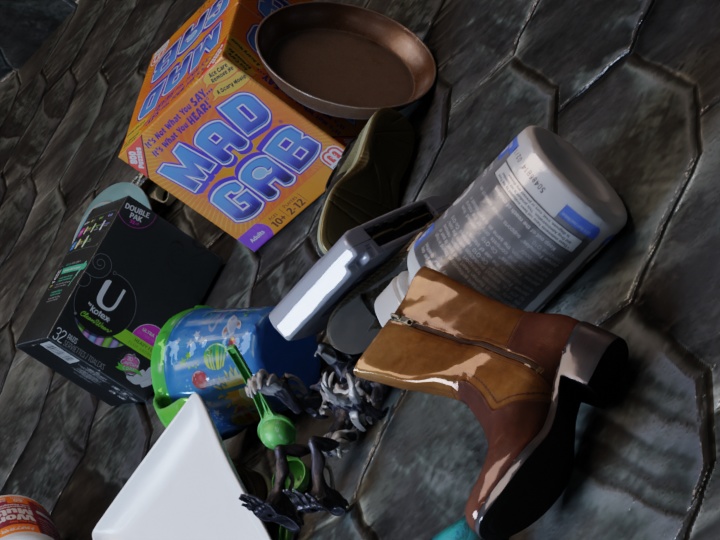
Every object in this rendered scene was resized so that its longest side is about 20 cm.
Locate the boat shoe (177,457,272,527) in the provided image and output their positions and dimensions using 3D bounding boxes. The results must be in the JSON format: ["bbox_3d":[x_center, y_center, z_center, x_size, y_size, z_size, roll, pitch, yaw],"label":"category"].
[{"bbox_3d":[-0.143,0.206,1.814,0.075,0.075,0.202,-58,22,-8],"label":"boat shoe"}]

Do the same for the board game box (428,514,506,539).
[{"bbox_3d":[0.047,0.278,1.376,0.135,0.028,0.200,-39,26,33],"label":"board game box"}]

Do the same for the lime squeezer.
[{"bbox_3d":[-0.081,0.165,1.720,0.038,0.071,0.201,-23,75,39],"label":"lime squeezer"}]

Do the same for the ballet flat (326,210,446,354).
[{"bbox_3d":[0.053,0.005,1.678,0.200,0.067,0.046,-39,3,1],"label":"ballet flat"}]

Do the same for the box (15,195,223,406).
[{"bbox_3d":[-0.285,0.037,2.256,0.124,0.148,0.200,-13,45,61],"label":"box"}]

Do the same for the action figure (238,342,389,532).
[{"bbox_3d":[-0.035,0.123,1.675,0.119,0.102,0.200,-13,44,39],"label":"action figure"}]

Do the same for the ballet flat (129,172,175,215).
[{"bbox_3d":[-0.284,-0.096,2.572,0.200,0.074,0.074,-53,21,14],"label":"ballet flat"}]

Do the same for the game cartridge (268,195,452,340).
[{"bbox_3d":[0.000,0.000,1.731,0.133,0.041,0.200,-51,-13,28],"label":"game cartridge"}]

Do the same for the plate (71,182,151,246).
[{"bbox_3d":[-0.341,-0.023,2.531,0.200,0.026,0.201,-20,62,44],"label":"plate"}]

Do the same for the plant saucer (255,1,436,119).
[{"bbox_3d":[-0.018,-0.223,2.062,0.201,0.200,0.035,-83,6,-50],"label":"plant saucer"}]

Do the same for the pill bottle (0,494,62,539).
[{"bbox_3d":[-0.370,0.324,2.068,0.110,0.109,0.200,-55,21,0],"label":"pill bottle"}]

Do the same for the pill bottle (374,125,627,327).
[{"bbox_3d":[0.111,-0.011,1.552,0.200,0.114,0.114,-46,23,20],"label":"pill bottle"}]

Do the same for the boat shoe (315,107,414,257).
[{"bbox_3d":[-0.001,-0.078,1.953,0.066,0.072,0.201,-41,22,52],"label":"boat shoe"}]

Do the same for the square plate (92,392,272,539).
[{"bbox_3d":[-0.161,0.249,1.750,0.198,0.028,0.200,-53,45,24],"label":"square plate"}]

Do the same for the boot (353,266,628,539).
[{"bbox_3d":[0.072,0.093,1.418,0.200,0.068,0.189,18,71,36],"label":"boot"}]

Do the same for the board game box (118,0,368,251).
[{"bbox_3d":[-0.122,-0.190,2.179,0.200,0.200,0.200,-39,27,36],"label":"board game box"}]

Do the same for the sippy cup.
[{"bbox_3d":[-0.113,0.093,1.861,0.130,0.140,0.178,-15,52,43],"label":"sippy cup"}]
